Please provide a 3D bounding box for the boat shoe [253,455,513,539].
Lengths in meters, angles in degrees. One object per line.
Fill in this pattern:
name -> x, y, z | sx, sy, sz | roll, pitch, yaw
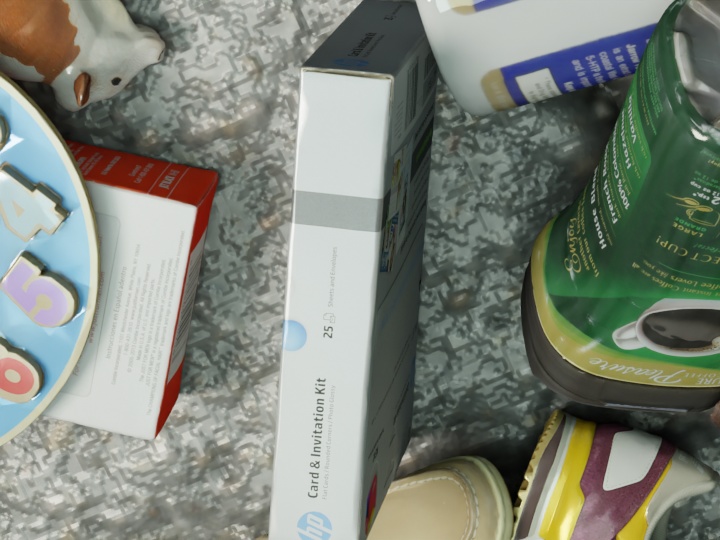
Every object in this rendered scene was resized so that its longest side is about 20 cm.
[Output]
boat shoe -> -0.021, 0.143, 1.133 | 0.200, 0.065, 0.072 | -33, 59, 26

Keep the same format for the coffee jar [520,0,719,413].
coffee jar -> 0.136, -0.021, 1.032 | 0.104, 0.086, 0.200 | 6, 145, -15

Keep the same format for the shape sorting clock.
shape sorting clock -> -0.209, -0.006, 1.086 | 0.199, 0.039, 0.201 | 2, 105, 7

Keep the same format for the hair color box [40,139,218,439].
hair color box -> -0.172, -0.006, 1.134 | 0.199, 0.064, 0.111 | 13, 107, 2

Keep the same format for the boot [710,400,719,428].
boot -> 0.252, 0.107, 1.093 | 0.072, 0.199, 0.167 | -50, 59, 29

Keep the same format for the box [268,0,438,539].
box -> 0.000, 0.000, 1.065 | 0.041, 0.156, 0.201 | 5, 107, 8

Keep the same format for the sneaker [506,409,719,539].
sneaker -> 0.098, 0.166, 1.141 | 0.090, 0.075, 0.201 | 16, 108, 8

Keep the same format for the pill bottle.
pill bottle -> 0.121, -0.144, 1.028 | 0.199, 0.120, 0.120 | -15, 103, 11

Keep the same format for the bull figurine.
bull figurine -> -0.168, -0.151, 1.093 | 0.199, 0.065, 0.122 | 23, 103, -2
